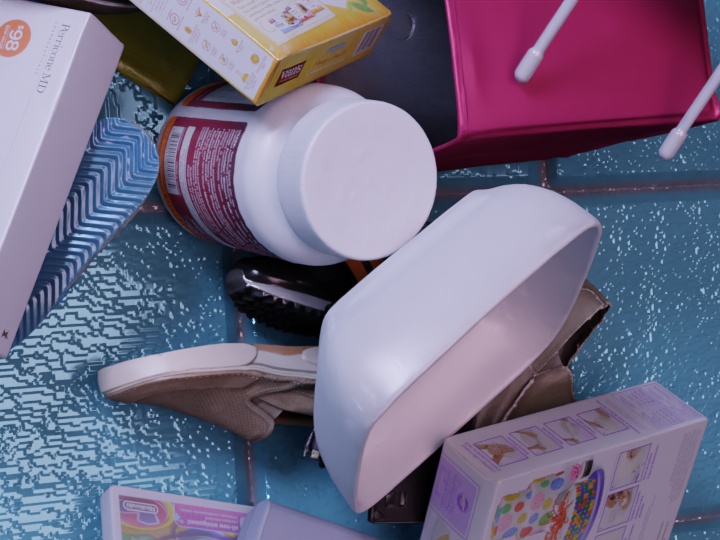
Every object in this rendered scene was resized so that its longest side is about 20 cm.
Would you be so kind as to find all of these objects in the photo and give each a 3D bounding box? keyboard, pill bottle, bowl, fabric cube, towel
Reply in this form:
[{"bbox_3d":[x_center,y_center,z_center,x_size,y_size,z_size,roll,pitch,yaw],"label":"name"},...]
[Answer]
[{"bbox_3d":[0.023,0.067,1.040,0.126,0.021,0.201,4,91,-28],"label":"keyboard"},{"bbox_3d":[-0.043,-0.061,0.981,0.109,0.200,0.110,-5,99,-29],"label":"pill bottle"},{"bbox_3d":[0.045,0.039,0.953,0.199,0.200,0.075,-39,71,-18],"label":"bowl"},{"bbox_3d":[0.093,-0.173,1.058,0.198,0.200,0.198,-6,88,-26],"label":"fabric cube"},{"bbox_3d":[-0.115,-0.218,1.066,0.086,0.018,0.201,30,75,-19],"label":"towel"}]

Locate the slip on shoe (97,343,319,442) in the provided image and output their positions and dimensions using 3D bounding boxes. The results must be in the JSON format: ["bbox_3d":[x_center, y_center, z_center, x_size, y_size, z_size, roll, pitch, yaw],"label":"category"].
[{"bbox_3d":[-0.073,0.082,1.038,0.199,0.076,0.061,0,80,-32],"label":"slip on shoe"}]

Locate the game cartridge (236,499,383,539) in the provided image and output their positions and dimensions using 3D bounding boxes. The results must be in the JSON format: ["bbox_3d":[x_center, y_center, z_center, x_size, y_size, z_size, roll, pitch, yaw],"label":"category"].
[{"bbox_3d":[-0.026,0.245,0.989,0.133,0.041,0.201,20,46,-27],"label":"game cartridge"}]

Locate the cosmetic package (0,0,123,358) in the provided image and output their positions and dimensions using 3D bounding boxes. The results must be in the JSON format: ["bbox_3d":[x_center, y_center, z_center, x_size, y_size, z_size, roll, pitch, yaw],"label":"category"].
[{"bbox_3d":[-0.243,-0.065,0.932,0.150,0.052,0.201,14,77,20],"label":"cosmetic package"}]

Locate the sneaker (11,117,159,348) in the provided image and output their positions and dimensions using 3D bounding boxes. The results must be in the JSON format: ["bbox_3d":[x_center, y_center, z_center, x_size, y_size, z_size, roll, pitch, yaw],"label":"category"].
[{"bbox_3d":[-0.202,-0.014,0.984,0.200,0.081,0.077,-40,97,0],"label":"sneaker"}]

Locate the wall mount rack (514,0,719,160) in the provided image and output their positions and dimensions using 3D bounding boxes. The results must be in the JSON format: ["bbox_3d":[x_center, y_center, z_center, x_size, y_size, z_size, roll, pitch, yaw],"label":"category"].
[{"bbox_3d":[0.180,-0.175,0.957,0.199,0.074,0.175,24,72,-24],"label":"wall mount rack"}]

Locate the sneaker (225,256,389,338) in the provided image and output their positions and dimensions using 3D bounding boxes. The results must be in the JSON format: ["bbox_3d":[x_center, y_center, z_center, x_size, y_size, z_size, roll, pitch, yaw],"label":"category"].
[{"bbox_3d":[0.000,0.000,1.082,0.199,0.070,0.091,12,74,-27],"label":"sneaker"}]

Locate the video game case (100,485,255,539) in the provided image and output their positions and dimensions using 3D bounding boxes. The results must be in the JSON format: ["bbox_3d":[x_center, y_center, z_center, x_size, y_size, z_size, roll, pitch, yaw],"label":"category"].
[{"bbox_3d":[-0.089,0.235,0.983,0.143,0.018,0.201,15,50,-33],"label":"video game case"}]

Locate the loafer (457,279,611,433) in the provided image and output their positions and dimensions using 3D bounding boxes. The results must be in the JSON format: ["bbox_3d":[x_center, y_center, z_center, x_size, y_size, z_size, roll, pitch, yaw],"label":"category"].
[{"bbox_3d":[0.117,0.083,1.111,0.069,0.075,0.201,23,75,14],"label":"loafer"}]

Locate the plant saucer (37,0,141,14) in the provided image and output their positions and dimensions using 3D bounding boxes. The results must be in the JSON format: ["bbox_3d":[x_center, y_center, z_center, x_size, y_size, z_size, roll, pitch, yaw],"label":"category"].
[{"bbox_3d":[-0.193,-0.224,0.973,0.199,0.032,0.201,25,37,-21],"label":"plant saucer"}]

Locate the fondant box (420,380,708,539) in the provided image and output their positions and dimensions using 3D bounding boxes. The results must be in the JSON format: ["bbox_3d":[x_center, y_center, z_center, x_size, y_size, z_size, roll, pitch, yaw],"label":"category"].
[{"bbox_3d":[0.133,0.165,1.077,0.199,0.058,0.145,-11,125,-37],"label":"fondant box"}]

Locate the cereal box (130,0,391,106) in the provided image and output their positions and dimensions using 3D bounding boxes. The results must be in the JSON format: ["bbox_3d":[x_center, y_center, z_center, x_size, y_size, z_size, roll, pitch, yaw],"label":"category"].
[{"bbox_3d":[-0.093,-0.188,0.954,0.200,0.040,0.144,40,33,11],"label":"cereal box"}]
